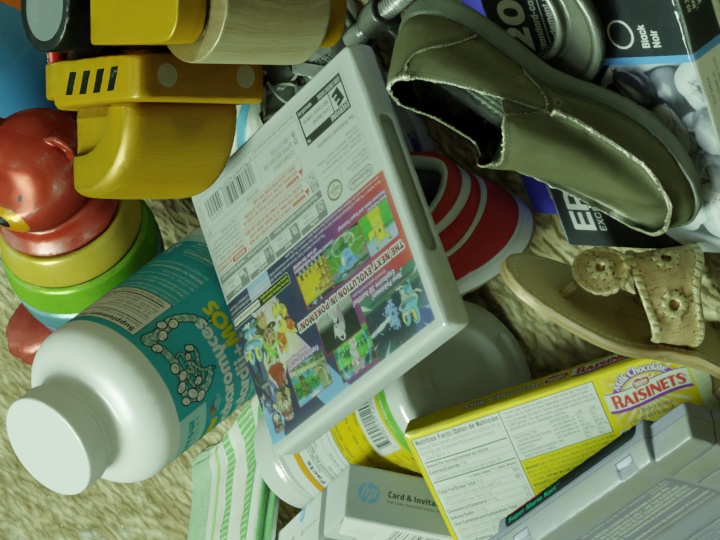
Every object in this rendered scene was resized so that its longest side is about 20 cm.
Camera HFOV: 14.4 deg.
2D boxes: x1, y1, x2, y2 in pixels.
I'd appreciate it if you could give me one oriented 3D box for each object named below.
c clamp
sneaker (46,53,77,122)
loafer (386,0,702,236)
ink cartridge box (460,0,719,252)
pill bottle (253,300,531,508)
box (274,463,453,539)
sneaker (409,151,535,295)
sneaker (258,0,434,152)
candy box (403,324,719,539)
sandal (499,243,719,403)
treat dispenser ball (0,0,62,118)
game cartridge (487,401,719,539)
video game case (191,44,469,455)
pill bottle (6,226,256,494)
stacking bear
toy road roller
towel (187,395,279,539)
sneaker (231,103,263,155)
[{"bbox_3d":[0.052,-0.150,1.635,0.171,0.027,0.200,56,145,-5],"label":"c clamp"},{"bbox_3d":[-0.141,-0.102,1.878,0.067,0.108,0.202,5,124,44],"label":"sneaker"},{"bbox_3d":[0.097,-0.073,1.593,0.200,0.070,0.075,31,147,6],"label":"loafer"},{"bbox_3d":[0.133,-0.106,1.643,0.200,0.043,0.198,4,122,47],"label":"ink cartridge box"},{"bbox_3d":[0.014,0.097,1.877,0.111,0.111,0.200,55,143,-5],"label":"pill bottle"},{"bbox_3d":[0.035,0.188,1.891,0.156,0.041,0.200,12,155,-13],"label":"box"},{"bbox_3d":[0.000,0.000,1.743,0.200,0.112,0.071,-38,53,15],"label":"sneaker"},{"bbox_3d":[-0.036,-0.125,1.768,0.200,0.082,0.075,52,143,3],"label":"sneaker"},{"bbox_3d":[0.137,0.109,1.744,0.200,0.026,0.102,-18,108,16],"label":"candy box"},{"bbox_3d":[0.181,0.016,1.634,0.212,0.078,0.070,27,114,-26],"label":"sandal"},{"bbox_3d":[-0.288,-0.110,1.947,0.201,0.201,0.201,27,137,29],"label":"treat dispenser ball"},{"bbox_3d":[0.174,0.145,1.710,0.130,0.038,0.200,21,137,-31],"label":"game cartridge"},{"bbox_3d":[-0.022,-0.009,1.706,0.200,0.023,0.182,-39,64,48],"label":"video game case"},{"bbox_3d":[-0.131,0.061,1.802,0.111,0.200,0.111,25,134,29],"label":"pill bottle"},{"bbox_3d":[-0.193,-0.026,1.865,0.121,0.114,0.200,22,152,29],"label":"stacking bear"},{"bbox_3d":[-0.108,-0.116,1.702,0.200,0.123,0.146,0,92,51],"label":"toy road roller"},{"bbox_3d":[-0.094,0.177,2.030,0.023,0.153,0.200,11,158,-16],"label":"towel"},{"bbox_3d":[-0.045,-0.036,1.860,0.081,0.077,0.200,1,122,45],"label":"sneaker"}]
